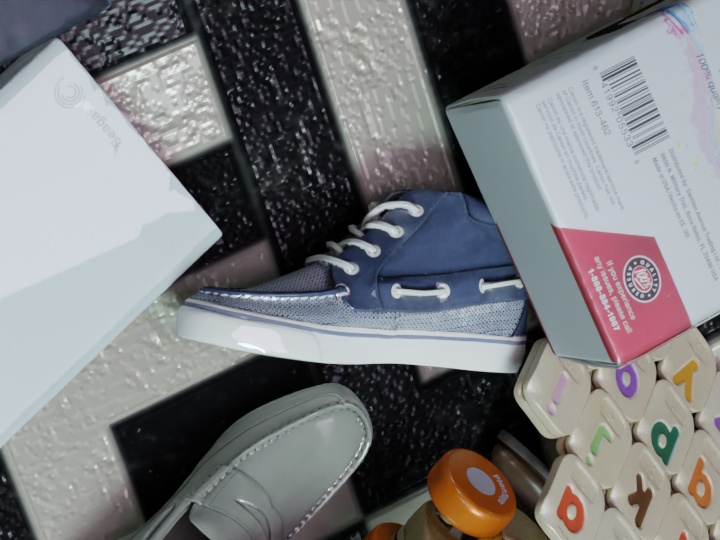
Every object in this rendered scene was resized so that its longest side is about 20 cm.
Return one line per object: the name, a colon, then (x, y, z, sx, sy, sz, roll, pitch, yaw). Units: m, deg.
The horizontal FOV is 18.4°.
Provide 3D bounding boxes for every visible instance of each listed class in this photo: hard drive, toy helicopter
hard drive: (-0.179, 0.003, 1.065, 0.200, 0.026, 0.132, -44, 116, -9)
toy helicopter: (0.082, 0.190, 1.090, 0.132, 0.201, 0.079, 25, 122, -29)

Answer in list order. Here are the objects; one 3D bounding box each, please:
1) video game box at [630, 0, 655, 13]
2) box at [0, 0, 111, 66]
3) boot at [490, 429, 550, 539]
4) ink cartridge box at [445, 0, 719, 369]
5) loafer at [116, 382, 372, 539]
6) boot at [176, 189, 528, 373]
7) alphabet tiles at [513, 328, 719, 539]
video game box: (0.248, -0.195, 1.204, 0.199, 0.047, 0.183, 4, 103, -25)
box: (-0.236, -0.123, 0.913, 0.199, 0.196, 0.118, -31, 114, -15)
boot: (0.052, 0.210, 1.204, 0.199, 0.064, 0.187, -34, 112, -9)
ink cartridge box: (0.167, -0.061, 1.115, 0.199, 0.083, 0.146, -27, 98, -16)
loafer: (-0.069, 0.134, 1.120, 0.200, 0.070, 0.070, -41, 115, -11)
boot: (0.000, 0.000, 1.129, 0.199, 0.073, 0.091, 5, 93, -34)
alphabet tiles: (0.153, 0.101, 1.189, 0.200, 0.015, 0.196, 52, 43, -24)
